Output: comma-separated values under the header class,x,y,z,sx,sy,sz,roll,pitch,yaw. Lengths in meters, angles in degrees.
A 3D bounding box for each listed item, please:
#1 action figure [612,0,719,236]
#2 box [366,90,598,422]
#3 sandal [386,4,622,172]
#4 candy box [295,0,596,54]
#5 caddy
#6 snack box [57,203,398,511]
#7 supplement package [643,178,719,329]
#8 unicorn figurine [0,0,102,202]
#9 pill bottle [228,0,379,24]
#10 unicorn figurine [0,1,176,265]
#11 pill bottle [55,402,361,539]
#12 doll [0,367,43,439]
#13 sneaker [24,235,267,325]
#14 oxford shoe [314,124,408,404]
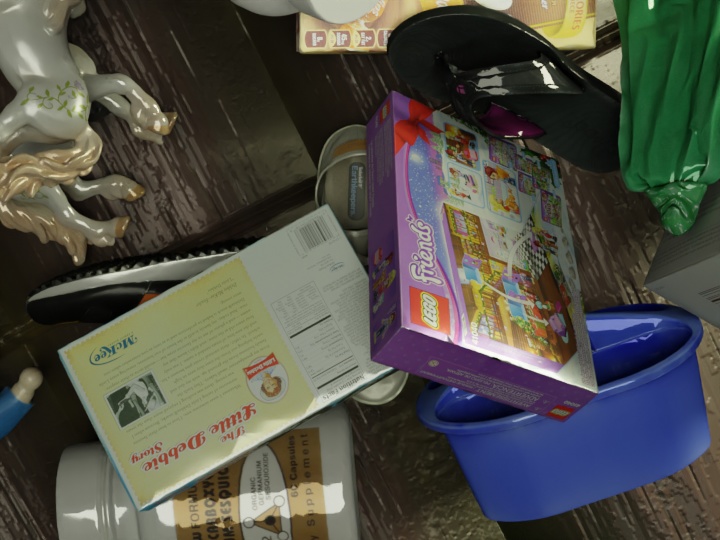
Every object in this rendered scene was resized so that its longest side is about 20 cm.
class,x,y,z,sx,sy,sz,roll,pitch,yaw
action figure,0.208,-0.115,0.741,0.118,0.055,0.201,-4,64,35
box,0.072,-0.013,0.727,0.136,0.201,0.039,20,135,-21
sandal,0.110,-0.113,0.757,0.200,0.048,0.075,21,133,-22
candy box,0.056,-0.205,0.771,0.199,0.055,0.116,-1,102,0
caddy,0.138,0.082,0.781,0.199,0.141,0.105,-19,103,2
snack box,-0.079,0.056,0.744,0.199,0.037,0.117,-28,81,-4
supplement package,0.288,-0.059,0.737,0.117,0.117,0.201,28,73,-5
unicorn figurine,-0.207,-0.143,0.692,0.137,0.074,0.201,-17,106,-17
pill bottle,-0.072,-0.222,0.692,0.200,0.113,0.113,32,100,31
unicorn figurine,-0.196,-0.108,0.768,0.137,0.074,0.201,25,98,-8
pill bottle,-0.102,0.156,0.802,0.199,0.114,0.115,-6,100,0
doll,-0.292,0.077,0.818,0.136,0.048,0.201,-4,100,1
sneaker,-0.131,0.033,0.802,0.199,0.070,0.091,-10,97,-1
oxford shoe,0.000,0.000,0.807,0.075,0.058,0.201,-3,101,-2
